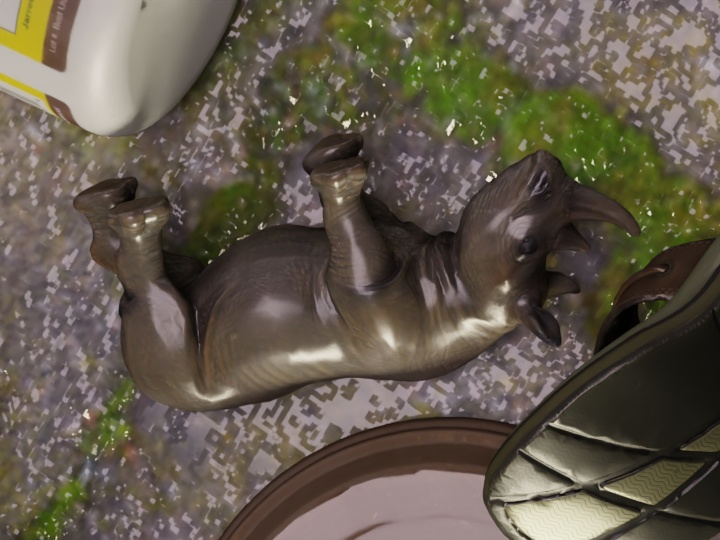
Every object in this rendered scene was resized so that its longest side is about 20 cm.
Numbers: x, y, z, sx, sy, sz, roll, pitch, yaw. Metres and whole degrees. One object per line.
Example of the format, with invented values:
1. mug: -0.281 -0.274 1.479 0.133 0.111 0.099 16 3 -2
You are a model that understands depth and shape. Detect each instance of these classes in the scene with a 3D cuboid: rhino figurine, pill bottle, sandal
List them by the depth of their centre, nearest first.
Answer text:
1. sandal: 0.121 0.019 0.936 0.201 0.057 0.080 -46 116 -2
2. rhino figurine: 0.000 0.000 0.970 0.200 0.060 0.088 -9 109 18
3. pill bottle: -0.145 -0.132 0.988 0.200 0.109 0.109 25 100 15

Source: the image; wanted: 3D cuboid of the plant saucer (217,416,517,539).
1. plant saucer: 0.029 0.150 0.965 0.200 0.029 0.201 -1 86 8
